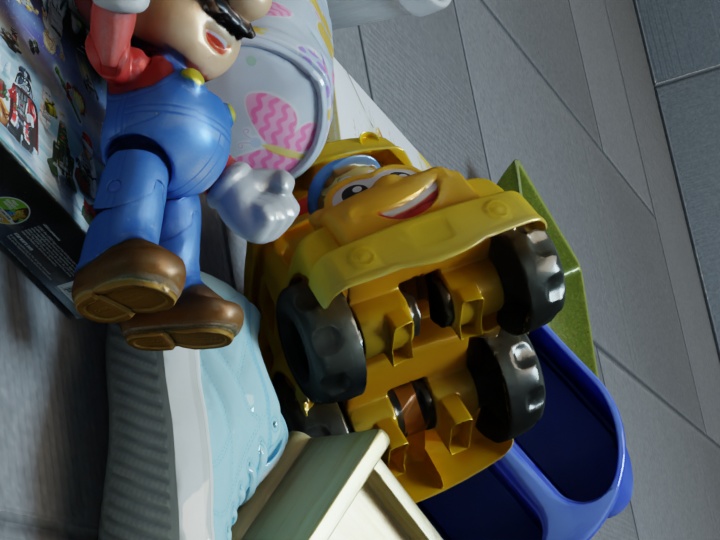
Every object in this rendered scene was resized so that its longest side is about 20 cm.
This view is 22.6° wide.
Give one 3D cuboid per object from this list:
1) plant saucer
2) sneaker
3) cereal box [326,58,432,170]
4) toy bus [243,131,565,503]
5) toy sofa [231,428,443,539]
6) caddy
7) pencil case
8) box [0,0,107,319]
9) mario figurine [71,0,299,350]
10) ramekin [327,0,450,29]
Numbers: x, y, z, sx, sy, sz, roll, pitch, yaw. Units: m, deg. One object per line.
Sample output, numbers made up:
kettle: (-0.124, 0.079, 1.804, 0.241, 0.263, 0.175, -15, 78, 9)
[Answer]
plant saucer: (0.160, 0.035, 1.608, 0.200, 0.048, 0.200, 52, 28, -52)
sneaker: (-0.063, 0.081, 0.783, 0.082, 0.074, 0.201, 18, 50, -27)
cereal box: (0.011, -0.042, 1.225, 0.200, 0.039, 0.144, 41, 37, -61)
toy bus: (0.000, 0.000, 0.913, 0.200, 0.135, 0.192, 95, -28, -50)
toy sofa: (0.012, 0.172, 0.844, 0.200, 0.097, 0.083, 53, 51, -21)
caddy: (0.073, 0.096, 1.080, 0.200, 0.141, 0.105, 48, -3, 28)
pencil case: (-0.060, -0.110, 0.923, 0.200, 0.090, 0.083, -98, 168, -65)
box: (-0.151, -0.089, 0.761, 0.200, 0.040, 0.137, 53, 26, -49)
mario figurine: (-0.068, -0.074, 0.751, 0.123, 0.106, 0.201, 124, -32, -66)
ramekin: (-0.019, -0.257, 1.213, 0.200, 0.105, 0.201, -15, 90, -73)
